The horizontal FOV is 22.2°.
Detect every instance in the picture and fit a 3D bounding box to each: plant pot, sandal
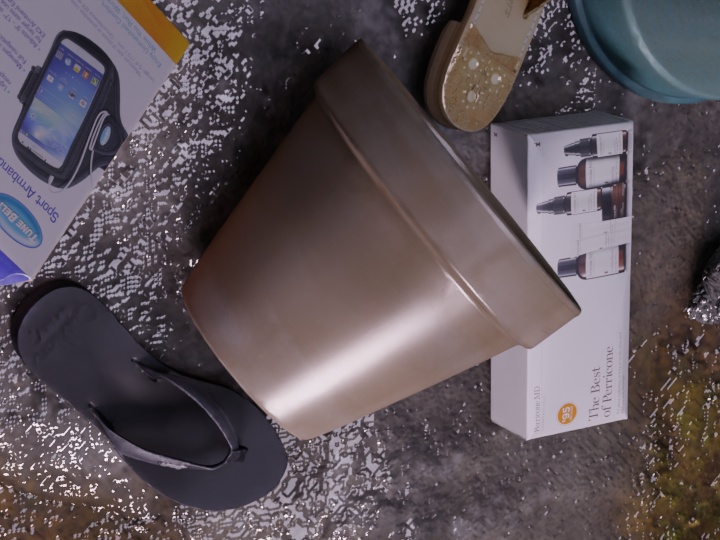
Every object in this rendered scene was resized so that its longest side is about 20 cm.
[{"bbox_3d":[0.000,0.000,1.051,0.173,0.200,0.200,-40,119,6],"label":"plant pot"},{"bbox_3d":[0.260,-0.185,1.113,0.199,0.196,0.201,-8,108,-25],"label":"plant pot"},{"bbox_3d":[-0.123,0.084,1.079,0.200,0.043,0.076,38,85,-29],"label":"sandal"},{"bbox_3d":[0.106,-0.181,1.097,0.077,0.070,0.213,20,89,-38],"label":"sandal"}]

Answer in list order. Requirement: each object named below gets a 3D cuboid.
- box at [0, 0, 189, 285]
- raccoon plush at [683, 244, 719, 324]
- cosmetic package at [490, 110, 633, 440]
[{"bbox_3d":[-0.183,-0.088,0.961,0.119,0.041,0.200,48,57,-28],"label":"box"},{"bbox_3d":[0.312,0.043,1.217,0.133,0.200,0.097,-12,135,-25],"label":"raccoon plush"},{"bbox_3d":[0.130,0.003,1.181,0.082,0.051,0.201,-9,107,-24],"label":"cosmetic package"}]
